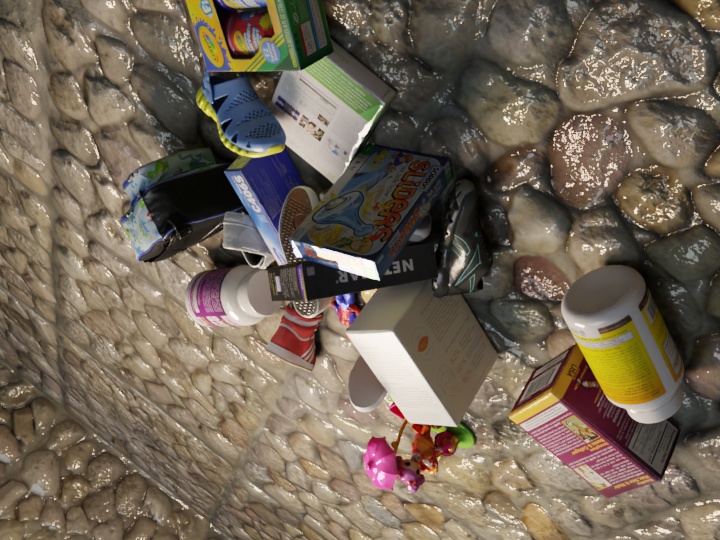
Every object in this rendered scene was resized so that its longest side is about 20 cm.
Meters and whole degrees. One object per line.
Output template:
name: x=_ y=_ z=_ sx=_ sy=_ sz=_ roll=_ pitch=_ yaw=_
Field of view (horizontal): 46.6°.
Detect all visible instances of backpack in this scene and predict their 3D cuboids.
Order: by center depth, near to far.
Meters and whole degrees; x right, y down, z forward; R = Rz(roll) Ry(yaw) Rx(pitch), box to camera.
backpack: x=-0.306 y=-0.109 z=1.390 sx=0.199 sy=0.182 sz=0.148 roll=-29 pitch=87 yaw=53

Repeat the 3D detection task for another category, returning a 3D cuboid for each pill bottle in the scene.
pill bottle: x=0.343 y=0.099 z=1.070 sx=0.108 sy=0.110 sz=0.201 roll=-5 pitch=127 yaw=46
pill bottle: x=-0.234 y=0.048 z=1.562 sx=0.199 sy=0.113 sz=0.113 roll=-7 pitch=126 yaw=48

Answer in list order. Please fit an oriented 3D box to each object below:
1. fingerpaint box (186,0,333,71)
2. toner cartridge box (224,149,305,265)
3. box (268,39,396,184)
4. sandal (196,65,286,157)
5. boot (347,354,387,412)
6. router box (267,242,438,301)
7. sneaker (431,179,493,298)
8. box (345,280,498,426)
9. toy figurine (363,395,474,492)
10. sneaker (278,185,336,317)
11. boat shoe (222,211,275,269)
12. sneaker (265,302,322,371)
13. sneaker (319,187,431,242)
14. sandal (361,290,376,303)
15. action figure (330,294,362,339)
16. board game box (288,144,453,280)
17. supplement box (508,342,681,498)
fingerpaint box: x=-0.137 y=-0.346 z=1.002 sx=0.165 sy=0.073 sz=0.202 roll=11 pitch=127 yaw=36
toner cartridge box: x=-0.124 y=-0.101 z=1.295 sx=0.043 sy=0.095 sz=0.201 roll=5 pitch=133 yaw=42
box: x=-0.048 y=-0.219 z=1.136 sx=0.144 sy=0.036 sz=0.200 roll=39 pitch=148 yaw=0
sandal: x=-0.170 y=-0.232 z=1.165 sx=0.200 sy=0.079 sz=0.088 roll=45 pitch=140 yaw=31
boot: x=0.033 y=0.163 z=1.374 sx=0.073 sy=0.202 sz=0.096 roll=1 pitch=139 yaw=19
router box: x=-0.014 y=0.003 z=1.171 sx=0.157 sy=0.198 sz=0.053 roll=175 pitch=86 yaw=-66
sneaker: x=0.145 y=-0.042 z=1.146 sx=0.078 sy=0.076 sz=0.201 roll=6 pitch=137 yaw=0
box: x=0.098 y=0.114 z=1.283 sx=0.106 sy=0.153 sz=0.201 roll=-6 pitch=126 yaw=47
toy figurine: x=0.089 y=0.325 z=1.516 sx=0.199 sy=0.185 sz=0.150 roll=40 pitch=147 yaw=-4
sneaker: x=-0.073 y=-0.036 z=1.282 sx=0.072 sy=0.084 sz=0.203 roll=10 pitch=112 yaw=32
boat shoe: x=-0.166 y=-0.039 z=1.359 sx=0.071 sy=0.069 sz=0.200 roll=11 pitch=172 yaw=15
sneaker: x=-0.110 y=0.124 z=1.589 sx=0.071 sy=0.114 sz=0.200 roll=24 pitch=175 yaw=16
sneaker: x=0.026 y=-0.068 z=1.200 sx=0.199 sy=0.074 sz=0.083 roll=21 pitch=128 yaw=44
sandal: x=0.005 y=0.002 z=1.314 sx=0.077 sy=0.070 sz=0.213 roll=18 pitch=142 yaw=28
action figure: x=-0.029 y=0.049 z=1.427 sx=0.065 sy=0.052 sz=0.201 roll=16 pitch=143 yaw=25
board game box: x=0.016 y=-0.081 z=1.085 sx=0.134 sy=0.201 sz=0.035 roll=14 pitch=142 yaw=30
supplement box: x=0.341 y=0.223 z=1.224 sx=0.199 sy=0.103 sz=0.131 roll=40 pitch=147 yaw=0
